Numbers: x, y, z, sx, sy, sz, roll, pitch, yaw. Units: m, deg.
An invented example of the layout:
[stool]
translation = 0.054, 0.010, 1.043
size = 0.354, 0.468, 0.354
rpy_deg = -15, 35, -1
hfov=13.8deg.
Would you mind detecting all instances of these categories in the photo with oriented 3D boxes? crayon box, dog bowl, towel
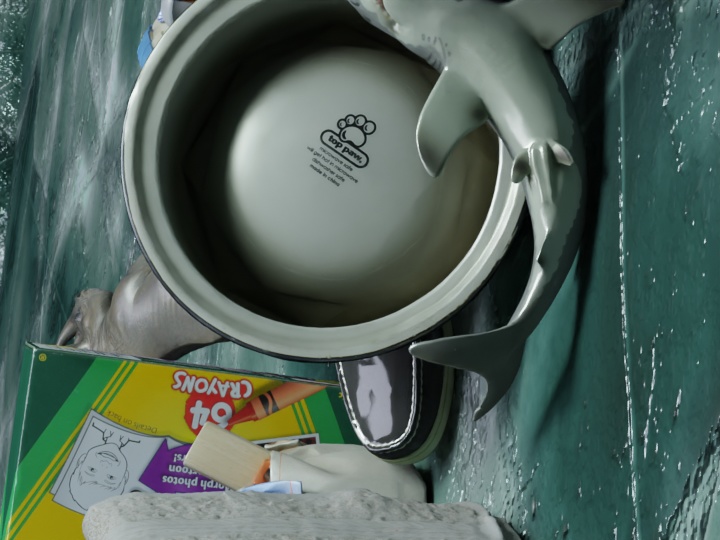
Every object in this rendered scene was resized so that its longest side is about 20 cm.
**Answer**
[crayon box]
translation = -0.099, 0.139, 1.664
size = 0.058, 0.200, 0.173
rpy_deg = -170, 88, -78
[dog bowl]
translation = -0.013, -0.050, 1.452
size = 0.074, 0.200, 0.200
rpy_deg = 57, -142, -79
[towel]
translation = -0.019, 0.129, 1.333
size = 0.133, 0.200, 0.035
rpy_deg = -136, 48, -74

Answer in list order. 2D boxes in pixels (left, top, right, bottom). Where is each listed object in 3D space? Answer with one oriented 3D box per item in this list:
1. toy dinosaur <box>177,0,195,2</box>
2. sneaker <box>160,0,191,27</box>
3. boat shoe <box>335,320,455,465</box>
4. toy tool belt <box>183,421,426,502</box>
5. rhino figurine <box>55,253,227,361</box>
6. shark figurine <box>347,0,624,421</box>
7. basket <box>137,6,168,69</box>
[toy dinosaur]
translation = -0.089, -0.156, 1.614
size = 0.181, 0.105, 0.200
rpy_deg = -39, 69, 65
[sneaker]
translation = -0.029, -0.197, 1.672
size = 0.099, 0.071, 0.200
rpy_deg = 43, 109, 39
[boat shoe]
translation = 0.001, -0.001, 1.528
size = 0.072, 0.066, 0.201
rpy_deg = -11, 77, 33
[toy tool belt]
translation = -0.040, 0.183, 1.556
size = 0.125, 0.123, 0.200
rpy_deg = 143, 133, -72
[rhino figurine]
translation = -0.113, 0.017, 1.717
size = 0.200, 0.060, 0.088
rpy_deg = -23, 53, 39
[shark figurine]
translation = 0.075, -0.048, 1.362
size = 0.089, 0.128, 0.215
rpy_deg = 31, -134, -77
[basket]
translation = -0.073, -0.103, 1.827
size = 0.176, 0.139, 0.200
rpy_deg = -121, 50, -70
